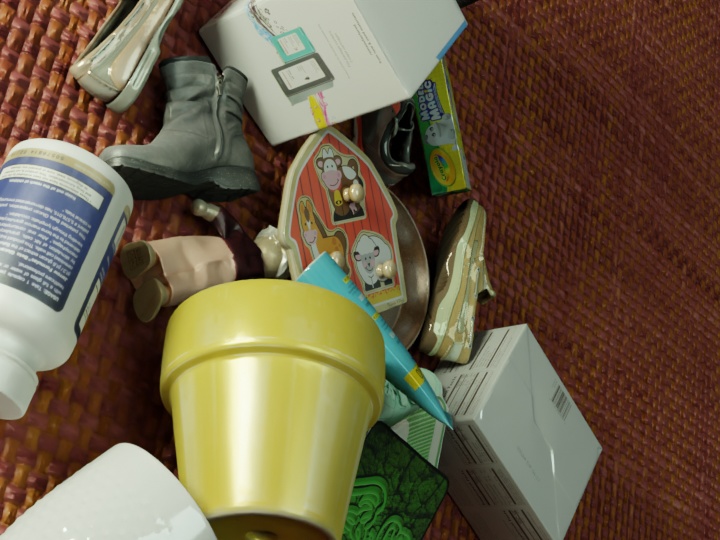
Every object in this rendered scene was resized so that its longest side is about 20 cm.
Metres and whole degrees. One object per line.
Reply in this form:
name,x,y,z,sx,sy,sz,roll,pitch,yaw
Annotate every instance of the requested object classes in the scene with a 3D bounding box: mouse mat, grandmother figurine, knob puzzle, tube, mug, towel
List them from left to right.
mug,-0.209,0.263,0.856,0.175,0.146,0.203,-35,136,-34
grandmother figurine,-0.134,-0.009,1.054,0.198,0.060,0.124,-8,85,-50
knob puzzle,-0.013,-0.050,1.141,0.218,0.030,0.224,13,73,-51
towel,0.016,0.220,1.125,0.199,0.023,0.155,-22,130,-46
tube,0.016,0.072,1.051,0.200,0.050,0.077,47,9,-1
mouse mat,0.018,0.251,1.107,0.162,0.007,0.200,-60,142,-12

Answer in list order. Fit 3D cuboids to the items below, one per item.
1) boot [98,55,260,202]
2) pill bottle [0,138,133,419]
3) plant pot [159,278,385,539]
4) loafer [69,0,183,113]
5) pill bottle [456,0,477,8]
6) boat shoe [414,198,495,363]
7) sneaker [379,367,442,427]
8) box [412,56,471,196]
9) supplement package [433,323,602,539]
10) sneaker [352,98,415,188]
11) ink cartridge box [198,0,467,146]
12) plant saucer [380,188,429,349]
boot,-0.176,-0.136,1.039,0.199,0.069,0.134,1,78,-58
pill bottle,-0.262,0.008,0.870,0.111,0.110,0.203,38,54,-34
plant pot,-0.078,0.141,0.945,0.200,0.199,0.192,32,46,-37
loafer,-0.206,-0.244,1.028,0.062,0.071,0.203,31,61,-29
pill bottle,0.098,-0.352,1.279,0.105,0.198,0.108,13,71,-44
boat shoe,0.122,0.015,1.297,0.075,0.072,0.203,21,68,-8
sneaker,0.031,0.115,1.146,0.199,0.073,0.120,-17,136,-46
box,0.088,-0.190,1.297,0.117,0.047,0.204,-14,95,-82
supplement package,0.168,0.193,1.283,0.201,0.110,0.156,56,47,-22
sneaker,0.032,-0.193,1.255,0.076,0.081,0.204,-3,82,-47
ink cartridge box,-0.028,-0.244,1.118,0.147,0.198,0.147,56,47,-22
plant saucer,0.000,0.000,1.209,0.198,0.034,0.204,13,72,-45
